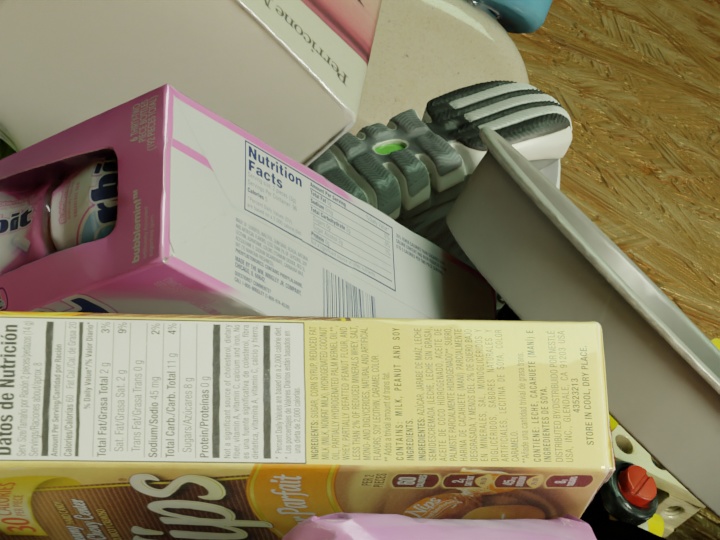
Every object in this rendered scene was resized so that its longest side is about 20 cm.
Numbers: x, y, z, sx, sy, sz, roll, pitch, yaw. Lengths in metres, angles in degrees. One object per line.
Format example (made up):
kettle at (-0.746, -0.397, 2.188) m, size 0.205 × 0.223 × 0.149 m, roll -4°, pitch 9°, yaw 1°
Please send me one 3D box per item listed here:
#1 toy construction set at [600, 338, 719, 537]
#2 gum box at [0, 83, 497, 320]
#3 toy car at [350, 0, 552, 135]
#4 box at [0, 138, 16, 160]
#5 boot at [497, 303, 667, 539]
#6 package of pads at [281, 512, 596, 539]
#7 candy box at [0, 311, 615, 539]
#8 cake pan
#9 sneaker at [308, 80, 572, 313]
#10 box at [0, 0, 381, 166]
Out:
toy construction set at (0.086, 0.064, 0.986) m, size 0.199 × 0.092 × 0.131 m, roll 15°, pitch 46°, yaw -13°
gum box at (-0.052, 0.015, 0.749) m, size 0.200 × 0.113 × 0.066 m, roll 30°, pitch 49°, yaw -46°
toy car at (-0.005, -0.106, 1.258) m, size 0.176 × 0.185 × 0.200 m, roll 24°, pitch -9°, yaw -11°
box at (-0.143, -0.025, 0.827) m, size 0.200 × 0.048 × 0.122 m, roll 57°, pitch 10°, yaw -20°
boot at (0.101, 0.113, 0.844) m, size 0.168 × 0.077 × 0.200 m, roll 25°, pitch 43°, yaw -2°
package of pads at (0.048, 0.164, 0.608) m, size 0.120 × 0.076 × 0.200 m, roll 4°, pitch 49°, yaw -41°
candy box at (-0.027, 0.060, 0.700) m, size 0.199 × 0.116 × 0.055 m, roll 0°, pitch 65°, yaw -6°
cake pan at (0.104, 0.029, 0.795) m, size 0.200 × 0.037 × 0.200 m, roll 44°, pitch 7°, yaw -7°
sneaker at (0.000, 0.000, 0.899) m, size 0.199 × 0.116 × 0.075 m, roll -15°, pitch 34°, yaw -14°
box at (-0.069, -0.118, 0.836) m, size 0.128 × 0.109 × 0.200 m, roll 42°, pitch 29°, yaw -21°
